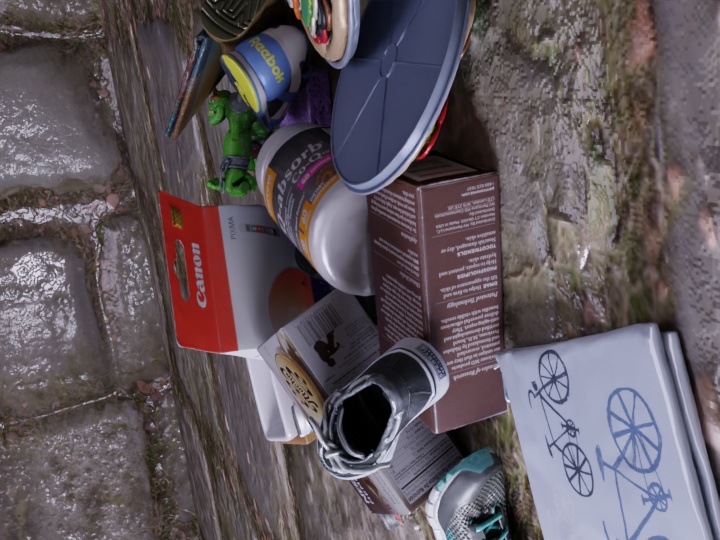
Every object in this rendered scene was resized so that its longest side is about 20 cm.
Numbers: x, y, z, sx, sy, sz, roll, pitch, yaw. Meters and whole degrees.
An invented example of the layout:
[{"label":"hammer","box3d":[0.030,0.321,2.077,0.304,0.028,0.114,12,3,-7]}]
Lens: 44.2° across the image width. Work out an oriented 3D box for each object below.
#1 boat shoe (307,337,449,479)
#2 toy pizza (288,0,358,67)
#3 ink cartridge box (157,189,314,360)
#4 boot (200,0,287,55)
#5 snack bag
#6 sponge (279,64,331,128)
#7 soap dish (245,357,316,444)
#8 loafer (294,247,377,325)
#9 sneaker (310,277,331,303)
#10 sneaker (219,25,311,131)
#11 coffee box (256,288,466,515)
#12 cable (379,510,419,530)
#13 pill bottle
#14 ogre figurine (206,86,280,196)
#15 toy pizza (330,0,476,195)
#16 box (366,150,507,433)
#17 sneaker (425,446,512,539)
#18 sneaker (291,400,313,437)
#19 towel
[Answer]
[{"label":"boat shoe","box3d":[-0.001,0.125,0.697,0.074,0.068,0.199,52,142,7]},{"label":"toy pizza","box3d":[-0.046,-0.256,0.688,0.200,0.032,0.201,165,90,-79]},{"label":"ink cartridge box","box3d":[-0.117,0.006,0.908,0.200,0.050,0.163,23,-127,-61]},{"label":"boot","box3d":[-0.094,-0.288,0.910,0.066,0.175,0.200,44,-177,-4]},{"label":"snack bag","box3d":[0.160,0.135,0.578,0.200,0.021,0.189,151,106,-69]},{"label":"sponge","box3d":[-0.060,-0.130,1.001,0.112,0.030,0.201,-142,44,-59]},{"label":"soap dish","box3d":[-0.098,0.129,1.189,0.157,0.081,0.201,149,107,-70]},{"label":"loafer","box3d":[0.000,0.000,0.898,0.200,0.063,0.072,38,113,55]},{"label":"sneaker","box3d":[-0.068,0.020,1.072,0.078,0.070,0.200,93,161,-47]},{"label":"sneaker","box3d":[-0.088,-0.198,0.908,0.074,0.082,0.200,51,178,-6]},{"label":"coffee box","box3d":[-0.001,0.125,0.833,0.200,0.080,0.113,55,157,1]},{"label":"cable","box3d":[0.025,0.207,0.995,0.200,0.050,0.097,-110,2,-55]},{"label":"pill bottle","box3d":[-0.024,-0.066,0.816,0.200,0.116,0.117,-136,38,-56]},{"label":"ogre figurine","box3d":[-0.137,-0.166,1.093,0.098,0.200,0.120,11,107,21]},{"label":"toy pizza","box3d":[0.033,-0.151,0.663,0.200,0.032,0.201,-44,38,49]},{"label":"box","box3d":[0.060,0.014,0.703,0.100,0.075,0.201,-144,47,-60]},{"label":"sneaker","box3d":[0.106,0.232,0.741,0.091,0.077,0.201,37,142,38]},{"label":"sneaker","box3d":[-0.027,0.119,1.014,0.200,0.086,0.075,-90,-8,-62]},{"label":"towel","box3d":[-0.170,-0.256,1.030,0.200,0.022,0.147,-71,7,-50]}]
